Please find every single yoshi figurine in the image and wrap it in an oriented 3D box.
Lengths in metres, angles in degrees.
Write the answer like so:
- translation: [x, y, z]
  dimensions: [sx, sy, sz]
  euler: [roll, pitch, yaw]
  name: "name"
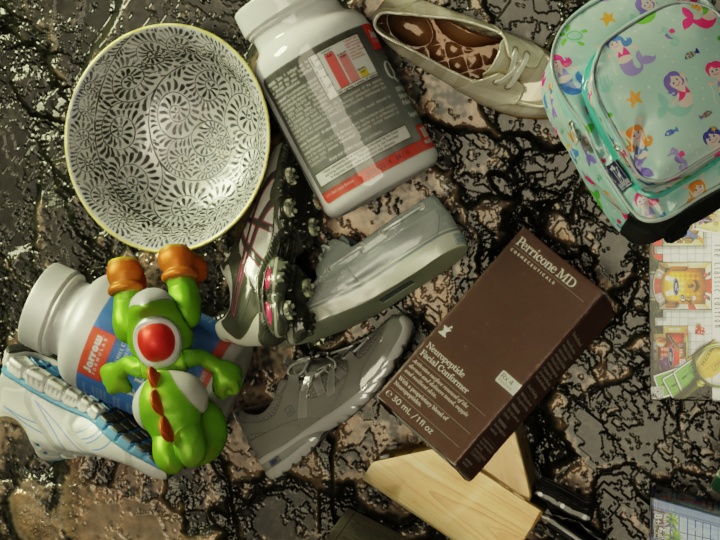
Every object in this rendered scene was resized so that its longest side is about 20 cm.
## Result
- translation: [-0.162, 0.087, 1.598]
  dimensions: [0.112, 0.111, 0.201]
  euler: [-39, 53, 44]
  name: "yoshi figurine"

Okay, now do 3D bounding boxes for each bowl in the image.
- translation: [-0.158, -0.118, 1.668]
  dimensions: [0.199, 0.094, 0.203]
  euler: [0, 91, 18]
  name: "bowl"

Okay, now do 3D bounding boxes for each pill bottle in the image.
- translation: [-0.208, 0.071, 1.693]
  dimensions: [0.199, 0.112, 0.113]
  euler: [23, 100, 8]
  name: "pill bottle"
- translation: [-0.024, -0.158, 1.631]
  dimensions: [0.115, 0.116, 0.201]
  euler: [-28, 90, 13]
  name: "pill bottle"

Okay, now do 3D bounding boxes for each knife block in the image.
- translation: [0.118, 0.232, 1.668]
  dimensions: [0.198, 0.064, 0.177]
  euler: [-13, 92, 12]
  name: "knife block"

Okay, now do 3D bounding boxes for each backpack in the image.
- translation: [0.251, -0.146, 1.555]
  dimensions: [0.177, 0.151, 0.201]
  euler: [-29, 72, -7]
  name: "backpack"

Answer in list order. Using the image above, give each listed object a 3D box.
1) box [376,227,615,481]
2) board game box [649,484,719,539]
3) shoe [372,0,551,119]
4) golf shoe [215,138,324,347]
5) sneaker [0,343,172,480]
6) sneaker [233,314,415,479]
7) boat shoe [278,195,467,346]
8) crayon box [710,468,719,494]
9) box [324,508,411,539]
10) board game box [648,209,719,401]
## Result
- translation: [0.120, 0.074, 1.613]
  dimensions: [0.100, 0.075, 0.200]
  euler: [39, 85, 23]
  name: "box"
- translation: [0.355, 0.297, 1.630]
  dimensions: [0.198, 0.062, 0.202]
  euler: [1, 96, 12]
  name: "board game box"
- translation: [0.099, -0.187, 1.635]
  dimensions: [0.199, 0.053, 0.070]
  euler: [24, 100, 8]
  name: "shoe"
- translation: [-0.085, -0.028, 1.651]
  dimensions: [0.087, 0.077, 0.201]
  euler: [-9, 61, 28]
  name: "golf shoe"
- translation: [-0.261, 0.151, 1.740]
  dimensions: [0.199, 0.075, 0.087]
  euler: [30, 109, 14]
  name: "sneaker"
- translation: [-0.035, 0.102, 1.680]
  dimensions: [0.200, 0.075, 0.082]
  euler: [-42, 88, 13]
  name: "sneaker"
- translation: [0.000, 0.000, 1.674]
  dimensions: [0.200, 0.070, 0.072]
  euler: [-30, 72, 13]
  name: "boat shoe"
- translation: [0.417, 0.190, 1.574]
  dimensions: [0.199, 0.051, 0.127]
  euler: [36, 76, 14]
  name: "crayon box"
- translation: [-0.005, 0.285, 1.629]
  dimensions: [0.094, 0.200, 0.078]
  euler: [27, 100, 7]
  name: "box"
- translation: [0.307, 0.015, 1.631]
  dimensions: [0.104, 0.023, 0.202]
  euler: [-1, 96, 9]
  name: "board game box"
